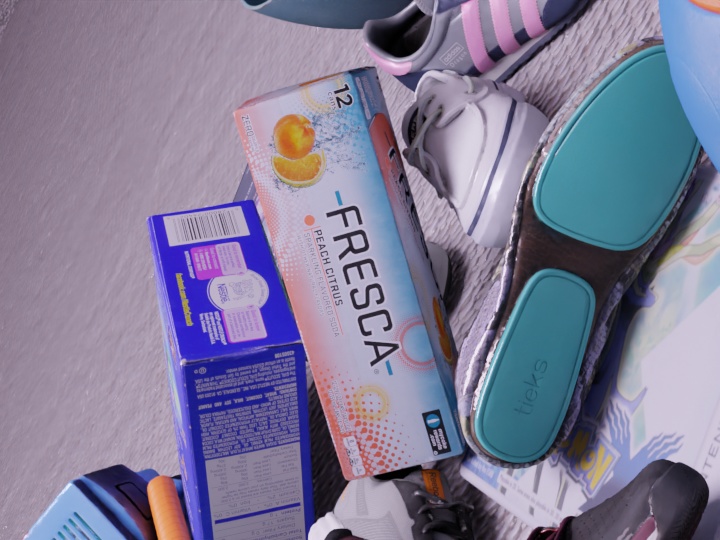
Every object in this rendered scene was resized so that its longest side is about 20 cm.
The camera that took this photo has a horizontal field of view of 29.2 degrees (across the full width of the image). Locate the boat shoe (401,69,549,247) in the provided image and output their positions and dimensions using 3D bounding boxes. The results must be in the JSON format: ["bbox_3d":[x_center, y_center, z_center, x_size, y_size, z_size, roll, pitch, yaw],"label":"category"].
[{"bbox_3d":[0.052,-0.063,0.723,0.200,0.066,0.074,-85,14,-77],"label":"boat shoe"}]

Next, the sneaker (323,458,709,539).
[{"bbox_3d":[0.040,0.127,0.551,0.115,0.075,0.201,41,113,17],"label":"sneaker"}]

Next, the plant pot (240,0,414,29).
[{"bbox_3d":[0.021,-0.241,0.907,0.200,0.134,0.202,-46,34,43],"label":"plant pot"}]

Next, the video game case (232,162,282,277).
[{"bbox_3d":[-0.076,-0.014,1.095,0.144,0.019,0.200,-67,23,9],"label":"video game case"}]

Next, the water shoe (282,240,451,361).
[{"bbox_3d":[-0.018,0.008,0.878,0.200,0.078,0.072,-24,51,59],"label":"water shoe"}]

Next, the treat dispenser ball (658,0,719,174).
[{"bbox_3d":[0.181,-0.085,0.371,0.201,0.199,0.203,-45,35,44],"label":"treat dispenser ball"}]

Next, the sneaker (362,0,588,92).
[{"bbox_3d":[0.075,-0.168,0.802,0.200,0.081,0.071,-45,34,45],"label":"sneaker"}]

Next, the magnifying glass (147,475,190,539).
[{"bbox_3d":[-0.100,0.184,0.804,0.200,0.022,0.080,-127,29,-59],"label":"magnifying glass"}]

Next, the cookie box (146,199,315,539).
[{"bbox_3d":[-0.079,0.087,0.854,0.172,0.074,0.202,-115,20,-56],"label":"cookie box"}]

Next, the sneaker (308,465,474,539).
[{"bbox_3d":[0.030,0.147,0.686,0.080,0.073,0.200,-63,25,6],"label":"sneaker"}]

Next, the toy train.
[{"bbox_3d":[-0.163,0.189,0.948,0.114,0.087,0.200,-48,-14,12],"label":"toy train"}]

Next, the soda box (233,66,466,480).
[{"bbox_3d":[0.000,0.000,0.714,0.064,0.068,0.202,-48,-58,-73],"label":"soda box"}]

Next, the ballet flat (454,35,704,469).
[{"bbox_3d":[0.094,-0.011,0.622,0.202,0.071,0.072,-67,24,7],"label":"ballet flat"}]

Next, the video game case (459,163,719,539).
[{"bbox_3d":[0.124,0.040,0.619,0.200,0.022,0.184,27,97,66],"label":"video game case"}]
